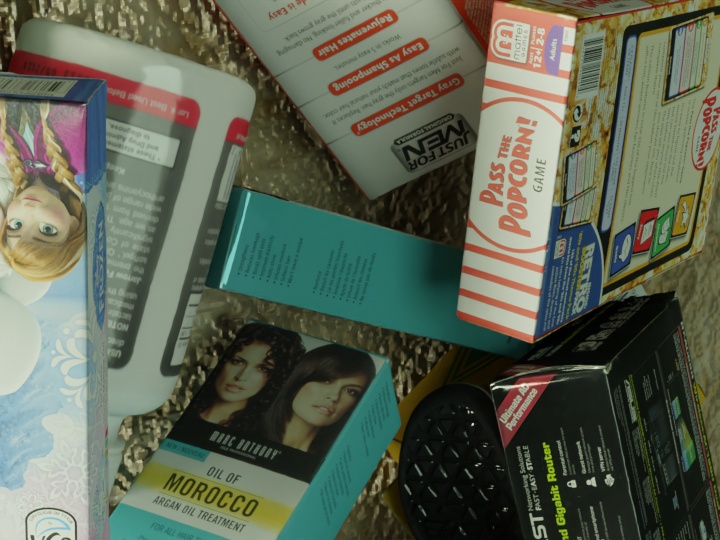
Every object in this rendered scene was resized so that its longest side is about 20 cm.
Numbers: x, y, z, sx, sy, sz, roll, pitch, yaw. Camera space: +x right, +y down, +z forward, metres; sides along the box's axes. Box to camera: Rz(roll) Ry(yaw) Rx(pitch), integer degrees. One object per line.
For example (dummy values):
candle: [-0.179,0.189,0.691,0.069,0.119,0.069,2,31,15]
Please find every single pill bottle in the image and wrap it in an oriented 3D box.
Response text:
pill bottle: [-0.124,-0.002,0.728,0.110,0.110,0.202,15,92,-34]

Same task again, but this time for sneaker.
sneaker: [0.079,0.135,0.865,0.083,0.071,0.201,-55,131,-52]

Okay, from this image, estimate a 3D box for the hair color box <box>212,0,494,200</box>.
hair color box: [-0.007,-0.138,0.780,0.200,0.101,0.061,52,29,-29]

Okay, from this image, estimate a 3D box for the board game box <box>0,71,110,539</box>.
board game box: [-0.201,0.020,0.648,0.198,0.043,0.201,3,110,2]

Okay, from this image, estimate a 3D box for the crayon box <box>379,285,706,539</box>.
crayon box: [0.095,0.092,0.925,0.200,0.051,0.126,-44,119,-19]

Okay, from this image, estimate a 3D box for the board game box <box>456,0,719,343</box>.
board game box: [0.125,-0.064,0.811,0.199,0.046,0.153,-20,122,-53]

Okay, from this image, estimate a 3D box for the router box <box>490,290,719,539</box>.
router box: [0.136,0.126,0.830,0.150,0.062,0.202,-26,105,-63]

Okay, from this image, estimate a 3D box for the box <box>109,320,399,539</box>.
box: [-0.061,0.116,0.757,0.201,0.082,0.049,-57,150,-38]

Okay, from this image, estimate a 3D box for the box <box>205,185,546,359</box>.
box: [0.000,0.000,0.827,0.199,0.082,0.050,14,91,-33]
